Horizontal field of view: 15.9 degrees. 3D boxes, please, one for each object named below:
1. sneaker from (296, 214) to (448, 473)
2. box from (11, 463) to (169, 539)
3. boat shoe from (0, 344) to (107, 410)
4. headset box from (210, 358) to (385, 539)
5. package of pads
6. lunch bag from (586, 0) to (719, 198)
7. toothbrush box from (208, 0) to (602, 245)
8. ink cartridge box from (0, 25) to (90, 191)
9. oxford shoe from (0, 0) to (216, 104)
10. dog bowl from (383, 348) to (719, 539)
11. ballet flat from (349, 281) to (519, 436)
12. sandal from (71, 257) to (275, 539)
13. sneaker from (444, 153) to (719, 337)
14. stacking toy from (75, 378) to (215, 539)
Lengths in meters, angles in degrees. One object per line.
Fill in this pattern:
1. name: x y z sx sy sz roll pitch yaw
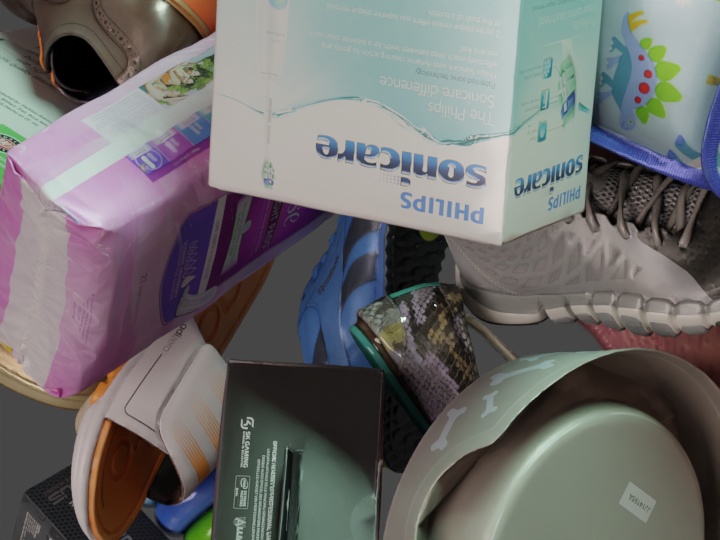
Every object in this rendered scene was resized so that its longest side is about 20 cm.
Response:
1. sneaker: 0.000 0.000 1.279 0.078 0.066 0.201 15 107 33
2. box: -0.128 0.217 1.383 0.158 0.051 0.200 44 142 22
3. boat shoe: -0.201 0.000 1.425 0.200 0.071 0.065 41 120 25
4. headset box: -0.031 0.140 1.197 0.077 0.200 0.150 3 67 0
5. package of pads: -0.085 -0.037 1.212 0.076 0.200 0.121 40 139 19
6. lunch bag: 0.179 -0.119 1.096 0.199 0.127 0.171 25 114 19
7. toothbrush box: 0.021 -0.124 1.073 0.146 0.085 0.201 11 106 28
8. ink cartridge box: -0.167 -0.054 1.311 0.146 0.200 0.084 30 117 29
9. oxford shoe: -0.144 -0.128 1.294 0.073 0.071 0.200 -53 30 -12
10. dog bowl: 0.091 0.128 1.161 0.059 0.199 0.201 15 107 48
11. ballet flat: 0.067 0.089 1.235 0.072 0.072 0.201 -10 119 37
12. sandal: -0.074 0.047 1.283 0.059 0.079 0.207 19 67 25
13. sneaker: 0.107 -0.033 1.162 0.199 0.075 0.116 -6 129 37
14. stacking toy: -0.062 0.134 1.345 0.085 0.085 0.200 -44 76 33
